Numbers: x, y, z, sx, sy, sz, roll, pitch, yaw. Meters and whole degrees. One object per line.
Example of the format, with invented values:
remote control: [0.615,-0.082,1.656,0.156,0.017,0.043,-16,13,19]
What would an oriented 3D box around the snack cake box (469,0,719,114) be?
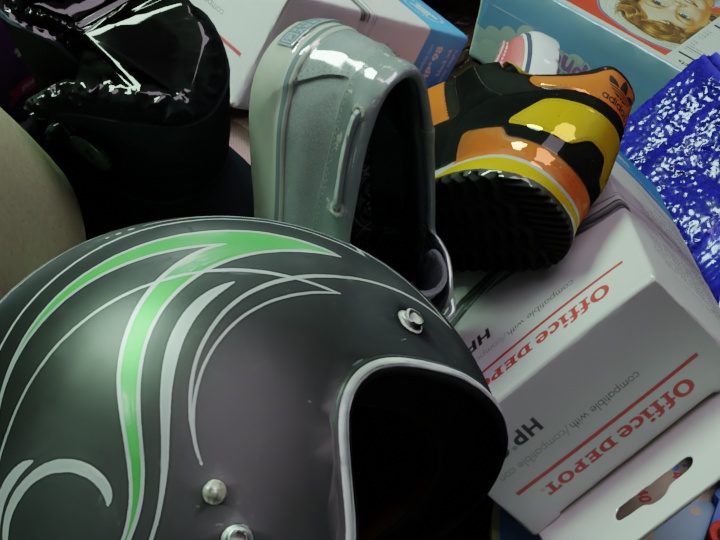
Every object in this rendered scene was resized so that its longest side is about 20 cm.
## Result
snack cake box: [0.179,-0.126,1.005,0.200,0.067,0.115,34,45,23]

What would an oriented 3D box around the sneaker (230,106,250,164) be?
sneaker: [-0.126,-0.071,0.851,0.199,0.071,0.076,26,46,16]

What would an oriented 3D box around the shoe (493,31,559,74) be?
shoe: [0.045,-0.072,0.900,0.091,0.072,0.201,19,43,1]

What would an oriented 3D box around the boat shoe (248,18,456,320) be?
boat shoe: [0.001,-0.001,0.690,0.071,0.202,0.070,26,43,37]

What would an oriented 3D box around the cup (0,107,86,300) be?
cup: [-0.196,-0.005,0.682,0.143,0.201,0.200,7,33,-46]

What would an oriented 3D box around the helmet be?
helmet: [-0.054,0.074,0.608,0.199,0.200,0.191,17,56,4]

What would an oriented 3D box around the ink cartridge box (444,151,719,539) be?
ink cartridge box: [0.087,0.027,0.724,0.068,0.116,0.200,41,18,-25]

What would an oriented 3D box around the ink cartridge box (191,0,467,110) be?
ink cartridge box: [-0.048,-0.136,0.891,0.116,0.067,0.200,42,22,29]

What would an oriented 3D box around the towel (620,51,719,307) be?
towel: [0.174,-0.015,0.800,0.147,0.050,0.200,-37,43,-2]

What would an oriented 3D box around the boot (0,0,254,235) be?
boot: [-0.070,-0.038,0.725,0.200,0.168,0.076,41,74,7]

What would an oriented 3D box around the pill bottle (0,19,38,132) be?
pill bottle: [-0.192,-0.122,0.784,0.111,0.201,0.112,11,41,-10]

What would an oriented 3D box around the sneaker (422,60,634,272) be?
sneaker: [0.039,-0.052,0.760,0.200,0.070,0.090,5,51,53]

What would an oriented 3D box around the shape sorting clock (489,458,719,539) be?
shape sorting clock: [0.154,0.121,0.730,0.199,0.039,0.201,8,40,-7]
